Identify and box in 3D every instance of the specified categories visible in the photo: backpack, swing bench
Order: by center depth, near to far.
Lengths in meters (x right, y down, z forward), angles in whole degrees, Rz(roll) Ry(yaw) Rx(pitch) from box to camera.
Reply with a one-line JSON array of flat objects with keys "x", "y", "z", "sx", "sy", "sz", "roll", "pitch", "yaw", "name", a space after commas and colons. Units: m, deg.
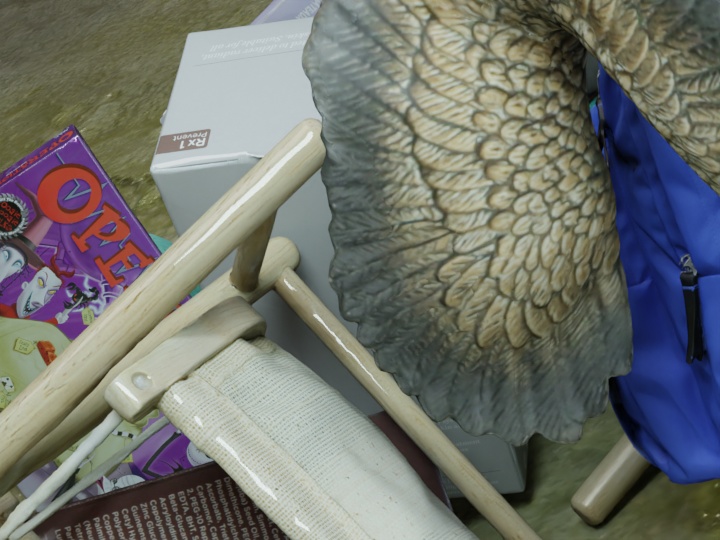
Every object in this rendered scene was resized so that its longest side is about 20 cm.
[{"x": -0.026, "y": 0.101, "z": 0.639, "sx": 0.200, "sy": 0.199, "sz": 0.130, "roll": -41, "pitch": -10, "yaw": -18, "name": "swing bench"}, {"x": 0.146, "y": -0.034, "z": 0.660, "sx": 0.166, "sy": 0.202, "sz": 0.162, "roll": -10, "pitch": 16, "yaw": 28, "name": "backpack"}]

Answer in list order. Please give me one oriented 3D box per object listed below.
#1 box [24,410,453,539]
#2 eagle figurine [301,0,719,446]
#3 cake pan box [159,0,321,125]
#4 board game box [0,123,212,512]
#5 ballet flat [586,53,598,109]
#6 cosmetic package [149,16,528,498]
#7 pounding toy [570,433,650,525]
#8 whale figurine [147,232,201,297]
[{"x": -0.069, "y": 0.119, "z": 0.746, "sx": 0.198, "sy": 0.076, "sz": 0.100, "roll": -17, "pitch": -16, "yaw": -17, "name": "box"}, {"x": 0.059, "y": -0.060, "z": 0.538, "sx": 0.149, "sy": 0.202, "sz": 0.152, "roll": -10, "pitch": -7, "yaw": -7, "name": "eagle figurine"}, {"x": 0.023, "y": -0.141, "z": 0.881, "sx": 0.200, "sy": 0.052, "sz": 0.185, "roll": -37, "pitch": 12, "yaw": 41, "name": "cake pan box"}, {"x": -0.127, "y": 0.047, "z": 0.962, "sx": 0.120, "sy": 0.201, "sz": 0.032, "roll": -35, "pitch": 21, "yaw": -5, "name": "board game box"}, {"x": 0.100, "y": -0.113, "z": 0.802, "sx": 0.068, "sy": 0.069, "sz": 0.200, "roll": -21, "pitch": 13, "yaw": 44, "name": "ballet flat"}, {"x": 0.000, "y": 0.000, "z": 0.805, "sx": 0.106, "sy": 0.201, "sz": 0.091, "roll": -4, "pitch": 41, "yaw": 13, "name": "cosmetic package"}, {"x": 0.158, "y": -0.027, "z": 0.830, "sx": 0.183, "sy": 0.143, "sz": 0.200, "roll": -23, "pitch": 11, "yaw": 25, "name": "pounding toy"}, {"x": -0.165, "y": 0.027, "z": 1.089, "sx": 0.198, "sy": 0.105, "sz": 0.159, "roll": 7, "pitch": 13, "yaw": -17, "name": "whale figurine"}]
